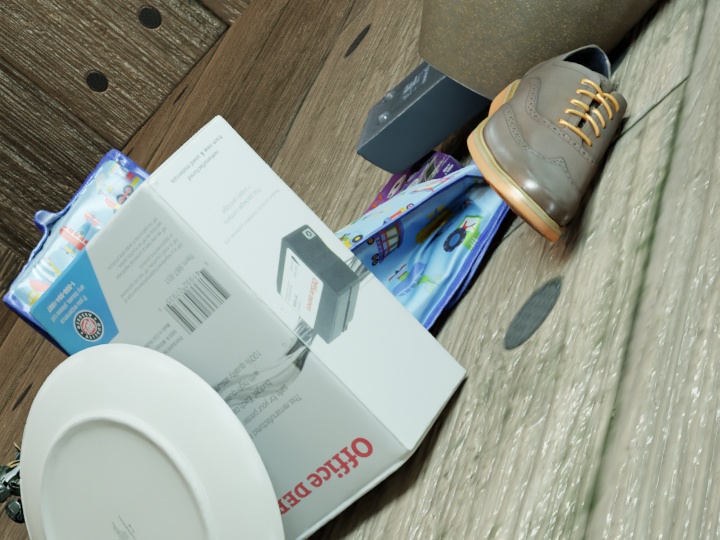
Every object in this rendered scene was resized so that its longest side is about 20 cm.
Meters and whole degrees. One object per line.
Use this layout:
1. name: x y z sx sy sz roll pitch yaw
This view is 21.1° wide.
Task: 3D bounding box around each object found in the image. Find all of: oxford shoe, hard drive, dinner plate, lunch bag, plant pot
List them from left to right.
1. dinner plate: -0.123 0.140 1.063 0.024 0.201 0.200 -20 -17 -49
2. lunch bag: -0.177 0.014 1.537 0.151 0.199 0.094 -55 13 -14
3. lunch bag: 0.016 -0.006 1.222 0.200 0.094 0.150 -46 8 -15
4. hard drive: 0.085 -0.152 1.383 0.200 0.042 0.135 -40 11 16
5. plant pot: 0.120 -0.206 1.214 0.201 0.185 0.187 -63 10 13
6. oxford shoe: 0.111 -0.081 1.096 0.073 0.071 0.200 -43 15 22

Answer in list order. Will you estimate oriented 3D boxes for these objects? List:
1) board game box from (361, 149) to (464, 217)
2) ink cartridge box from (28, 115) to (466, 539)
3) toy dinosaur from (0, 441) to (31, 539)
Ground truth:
1. board game box: 0.000 0.000 1.374 0.201 0.032 0.120 -53 8 -1
2. ink cartridge box: -0.063 0.040 1.069 0.145 0.200 0.084 -41 5 42
3. toy dinosaur: -0.218 0.156 1.327 0.134 0.103 0.200 -15 2 11
